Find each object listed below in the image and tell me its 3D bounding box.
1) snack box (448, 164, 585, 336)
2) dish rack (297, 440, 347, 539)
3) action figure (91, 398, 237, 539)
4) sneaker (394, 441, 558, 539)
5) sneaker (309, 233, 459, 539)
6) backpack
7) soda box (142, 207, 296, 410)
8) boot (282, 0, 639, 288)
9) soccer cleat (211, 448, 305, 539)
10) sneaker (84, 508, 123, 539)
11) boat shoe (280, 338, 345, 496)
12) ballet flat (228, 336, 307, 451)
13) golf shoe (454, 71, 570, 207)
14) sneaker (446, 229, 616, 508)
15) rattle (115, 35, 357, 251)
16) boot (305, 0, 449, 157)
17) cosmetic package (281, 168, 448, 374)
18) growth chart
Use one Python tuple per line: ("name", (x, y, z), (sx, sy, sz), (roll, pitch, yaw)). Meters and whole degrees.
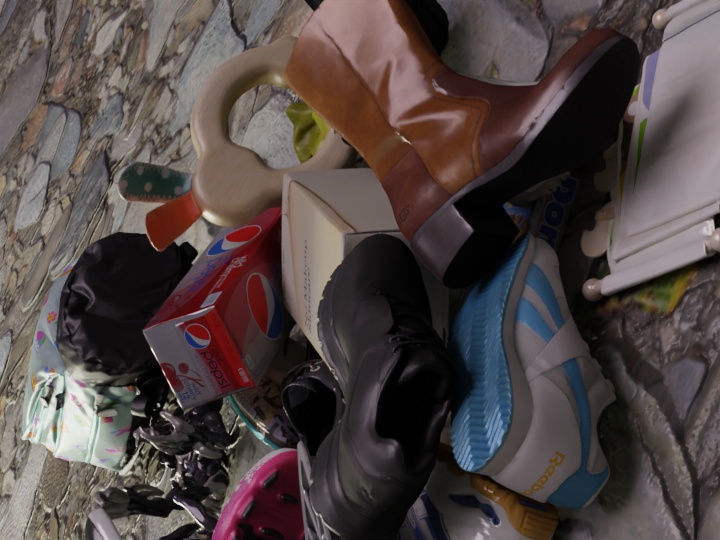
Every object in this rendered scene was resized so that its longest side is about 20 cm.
("snack box", (0.098, -0.015, 1.216), (0.072, 0.024, 0.201), (2, 72, 64))
("dish rack", (0.005, 0.214, 1.115), (0.201, 0.043, 0.172), (-108, 11, -48))
("action figure", (-0.142, 0.160, 1.459), (0.119, 0.101, 0.200), (-63, 27, 25))
("sneaker", (0.038, 0.148, 1.146), (0.089, 0.075, 0.200), (-67, 25, 2))
("sneaker", (0.023, 0.056, 1.095), (0.091, 0.075, 0.201), (-49, 32, 45))
("backpack", (-0.215, 0.077, 1.602), (0.201, 0.126, 0.168), (113, 175, -49))
("soda box", (-0.086, 0.020, 1.387), (0.063, 0.070, 0.200), (-19, 19, 23))
("boot", (0.057, -0.122, 1.146), (0.200, 0.068, 0.189), (55, 127, 30))
("soccer cleat", (-0.092, 0.211, 1.344), (0.086, 0.069, 0.201), (29, 100, 60))
("sneaker", (-0.193, 0.277, 1.362), (0.071, 0.098, 0.202), (156, 99, -78))
("boat shoe", (-0.024, 0.095, 1.317), (0.070, 0.066, 0.201), (-48, 32, 34))
("ballet flat", (-0.070, 0.075, 1.416), (0.072, 0.072, 0.200), (-65, 22, 6))
("golf shoe", (0.066, -0.091, 1.200), (0.200, 0.097, 0.079), (-4, 64, 59))
("sneaker", (0.100, 0.057, 1.099), (0.077, 0.080, 0.201), (-50, 20, 34))
("rattle", (-0.091, -0.069, 1.416), (0.200, 0.130, 0.143), (-49, 5, -18))
("boot", (-0.007, -0.167, 1.353), (0.073, 0.198, 0.163), (-34, 31, 32))
("cosmetic package", (0.000, 0.000, 1.273), (0.200, 0.073, 0.104), (-138, 46, -71))
("growth chart", (0.186, -0.082, 1.109), (0.144, 0.018, 0.201), (-13, 58, 60))
